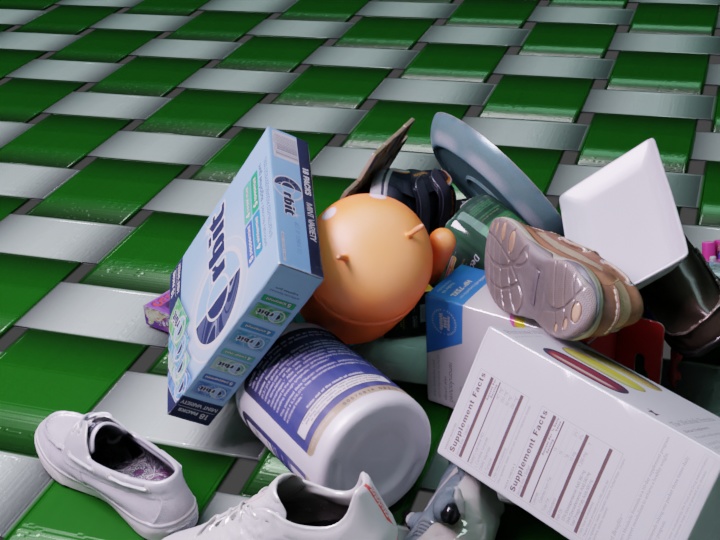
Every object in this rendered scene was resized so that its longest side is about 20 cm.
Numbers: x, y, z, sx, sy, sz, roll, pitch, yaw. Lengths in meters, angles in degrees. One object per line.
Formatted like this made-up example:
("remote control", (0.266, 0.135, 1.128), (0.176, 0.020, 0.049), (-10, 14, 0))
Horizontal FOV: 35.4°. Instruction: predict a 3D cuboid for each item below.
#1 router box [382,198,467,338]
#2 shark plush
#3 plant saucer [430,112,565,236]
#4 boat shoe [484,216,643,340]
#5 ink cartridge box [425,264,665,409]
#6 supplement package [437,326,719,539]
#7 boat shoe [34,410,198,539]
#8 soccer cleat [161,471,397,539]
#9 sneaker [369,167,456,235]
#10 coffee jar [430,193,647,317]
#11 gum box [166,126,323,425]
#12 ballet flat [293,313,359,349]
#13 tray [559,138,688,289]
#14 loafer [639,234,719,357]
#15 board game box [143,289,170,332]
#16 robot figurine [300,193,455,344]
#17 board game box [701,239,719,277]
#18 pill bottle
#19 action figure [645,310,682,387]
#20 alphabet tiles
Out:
("router box", (0.081, -0.008, 1.223), (0.156, 0.053, 0.200), (-8, 29, -8))
("shark plush", (0.060, 0.181, 0.878), (0.083, 0.091, 0.200), (-27, 27, 22))
("plant saucer", (0.138, -0.080, 1.151), (0.027, 0.200, 0.200), (-44, 38, -3))
("boat shoe", (0.162, 0.008, 0.928), (0.071, 0.076, 0.200), (3, 20, -20))
("ink cartridge box", (0.157, 0.081, 0.988), (0.199, 0.117, 0.067), (16, 34, 32))
("supplement package", (0.178, 0.133, 0.838), (0.199, 0.110, 0.113), (29, 14, 33))
("boat shoe", (-0.212, 0.155, 0.948), (0.072, 0.069, 0.200), (-24, 35, -32))
("soccer cleat", (-0.071, 0.190, 0.833), (0.199, 0.086, 0.069), (-8, 27, 17))
("sneaker", (0.056, -0.069, 1.166), (0.079, 0.079, 0.200), (4, 14, 10))
("coffee jar", (0.165, 0.022, 1.059), (0.200, 0.105, 0.085), (35, 45, 22))
("gum box", (-0.105, 0.005, 0.971), (0.044, 0.200, 0.171), (19, 39, -26))
("ballet flat", (-0.077, 0.065, 1.105), (0.199, 0.068, 0.064), (-18, 2, -29))
("tray", (0.232, -0.037, 0.998), (0.107, 0.022, 0.200), (-32, 26, 23))
("loafer", (0.268, 0.004, 0.994), (0.073, 0.071, 0.200), (-42, 26, 13))
("board game box", (-0.123, 0.020, 1.223), (0.120, 0.032, 0.200), (21, 36, 30))
("robot figurine", (0.002, -0.001, 1.008), (0.143, 0.200, 0.117), (23, 74, -3))
("board game box", (0.366, -0.004, 1.112), (0.199, 0.026, 0.200), (-9, 8, -32))
("pill bottle", (-0.038, 0.112, 0.961), (0.111, 0.112, 0.200), (-20, 33, -27))
("action figure", (0.298, 0.069, 1.061), (0.065, 0.100, 0.200), (-20, 10, -22))
("alphabet tiles", (-0.005, -0.073, 1.159), (0.006, 0.167, 0.200), (34, 29, 4))
